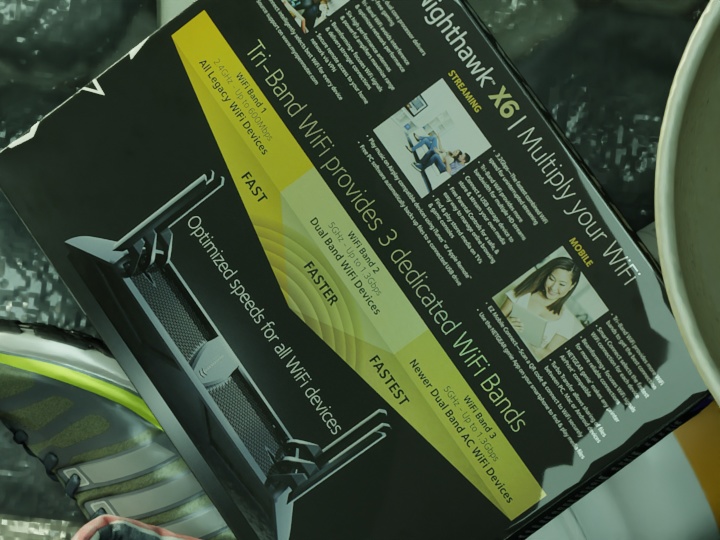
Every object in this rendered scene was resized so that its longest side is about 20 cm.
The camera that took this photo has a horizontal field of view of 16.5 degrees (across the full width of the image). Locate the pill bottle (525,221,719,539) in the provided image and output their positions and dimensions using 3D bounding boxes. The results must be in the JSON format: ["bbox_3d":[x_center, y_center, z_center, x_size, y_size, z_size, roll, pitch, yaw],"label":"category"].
[{"bbox_3d":[0.121,0.036,0.859,0.200,0.111,0.111,-31,89,-6],"label":"pill bottle"}]

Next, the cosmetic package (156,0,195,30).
[{"bbox_3d":[-0.023,-0.166,0.881,0.105,0.071,0.201,1,86,-5],"label":"cosmetic package"}]

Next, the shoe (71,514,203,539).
[{"bbox_3d":[-0.034,0.163,0.831,0.200,0.072,0.091,35,124,-10],"label":"shoe"}]

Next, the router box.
[{"bbox_3d":[0.000,0.000,0.794,0.157,0.052,0.200,-36,81,8],"label":"router box"}]

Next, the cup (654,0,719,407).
[{"bbox_3d":[0.185,-0.021,0.733,0.200,0.143,0.201,0,91,5],"label":"cup"}]

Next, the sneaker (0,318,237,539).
[{"bbox_3d":[-0.078,0.073,0.863,0.199,0.074,0.081,22,89,-1],"label":"sneaker"}]
